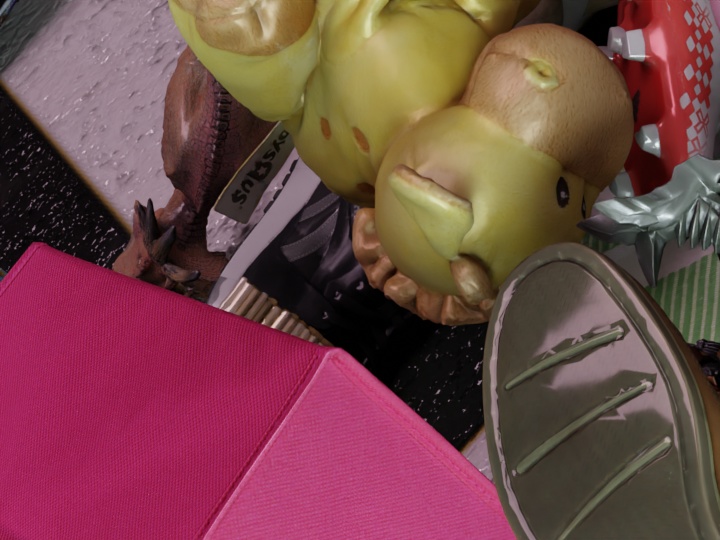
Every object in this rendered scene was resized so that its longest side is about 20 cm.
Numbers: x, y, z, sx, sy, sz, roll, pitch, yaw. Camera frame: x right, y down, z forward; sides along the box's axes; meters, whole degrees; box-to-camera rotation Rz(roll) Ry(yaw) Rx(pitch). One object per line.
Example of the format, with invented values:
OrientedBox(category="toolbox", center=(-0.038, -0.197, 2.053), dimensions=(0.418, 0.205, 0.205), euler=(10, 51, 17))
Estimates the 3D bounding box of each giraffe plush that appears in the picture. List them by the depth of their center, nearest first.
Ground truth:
OrientedBox(category="giraffe plush", center=(0.030, -0.058, 0.837), dimensions=(0.162, 0.172, 0.201), euler=(49, 127, 42))

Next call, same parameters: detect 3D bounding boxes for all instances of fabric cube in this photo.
OrientedBox(category="fabric cube", center=(-0.057, 0.137, 0.759), dimensions=(0.199, 0.196, 0.200), euler=(17, 67, 53))

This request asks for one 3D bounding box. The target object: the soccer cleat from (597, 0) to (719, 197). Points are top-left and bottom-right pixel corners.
OrientedBox(category="soccer cleat", center=(0.134, -0.104, 0.885), dimensions=(0.069, 0.085, 0.201), euler=(108, 164, -57))

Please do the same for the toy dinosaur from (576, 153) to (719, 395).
OrientedBox(category="toy dinosaur", center=(0.145, 0.028, 0.742), dimensions=(0.199, 0.102, 0.136), euler=(-26, 77, 4))

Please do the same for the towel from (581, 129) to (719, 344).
OrientedBox(category="towel", center=(0.116, -0.005, 0.873), dimensions=(0.152, 0.023, 0.201), euler=(-29, 35, 25))

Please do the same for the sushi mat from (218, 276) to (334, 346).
OrientedBox(category="sushi mat", center=(-0.069, 0.109, 0.901), dimensions=(0.200, 0.096, 0.012), euler=(-53, 6, -9))

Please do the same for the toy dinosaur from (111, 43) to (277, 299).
OrientedBox(category="toy dinosaur", center=(-0.065, -0.053, 1.028), dimensions=(0.200, 0.085, 0.136), euler=(91, -156, -68))

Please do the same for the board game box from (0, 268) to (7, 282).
OrientedBox(category="board game box", center=(-0.169, 0.113, 1.000), dimensions=(0.103, 0.105, 0.201), euler=(-33, 35, 21))

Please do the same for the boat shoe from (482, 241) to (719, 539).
OrientedBox(category="boat shoe", center=(0.099, 0.086, 0.684), dimensions=(0.072, 0.068, 0.201), euler=(-34, 63, 27))

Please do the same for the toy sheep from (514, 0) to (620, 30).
OrientedBox(category="toy sheep", center=(0.058, -0.164, 1.016), dimensions=(0.137, 0.138, 0.201), euler=(-30, 40, 25))

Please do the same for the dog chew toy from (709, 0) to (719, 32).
OrientedBox(category="dog chew toy", center=(0.214, -0.099, 0.776), dimensions=(0.200, 0.125, 0.125), euler=(23, 73, 48))

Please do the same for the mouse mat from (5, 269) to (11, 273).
OrientedBox(category="mouse mat", center=(-0.256, 0.057, 1.122), dimensions=(0.161, 0.008, 0.200), euler=(-39, -7, 33))

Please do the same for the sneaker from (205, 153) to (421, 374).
OrientedBox(category="sneaker", center=(0.000, 0.000, 0.958), dimensions=(0.087, 0.076, 0.201), euler=(-6, 50, 39))

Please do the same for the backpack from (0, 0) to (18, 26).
OrientedBox(category="backpack", center=(-0.320, -0.174, 1.429), dimensions=(0.200, 0.177, 0.151), euler=(-54, 10, -3))
